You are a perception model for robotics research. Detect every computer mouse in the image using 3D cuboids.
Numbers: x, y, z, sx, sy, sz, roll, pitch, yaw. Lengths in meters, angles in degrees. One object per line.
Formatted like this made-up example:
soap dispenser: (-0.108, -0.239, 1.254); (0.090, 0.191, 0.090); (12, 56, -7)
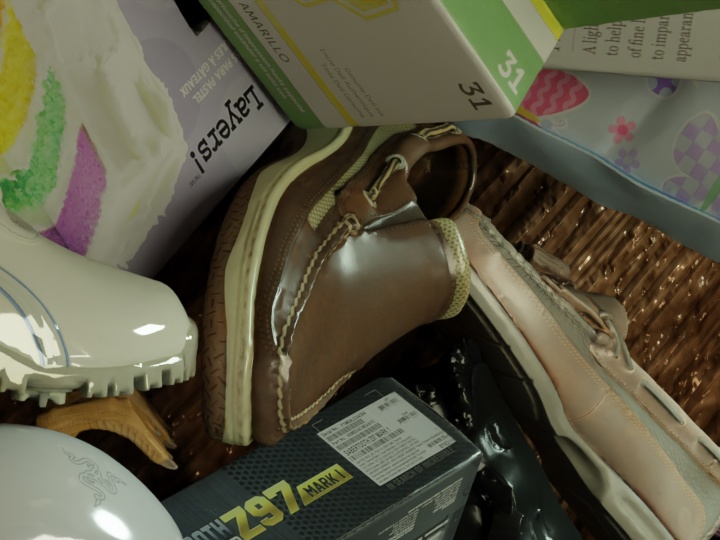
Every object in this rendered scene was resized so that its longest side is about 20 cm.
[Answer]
computer mouse: (-0.144, 0.071, 0.790); (0.200, 0.110, 0.044); (-4, 130, -23)

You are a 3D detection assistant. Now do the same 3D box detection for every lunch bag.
lunch bag: (0.133, -0.092, 1.056); (0.200, 0.169, 0.127); (-54, 164, -36)

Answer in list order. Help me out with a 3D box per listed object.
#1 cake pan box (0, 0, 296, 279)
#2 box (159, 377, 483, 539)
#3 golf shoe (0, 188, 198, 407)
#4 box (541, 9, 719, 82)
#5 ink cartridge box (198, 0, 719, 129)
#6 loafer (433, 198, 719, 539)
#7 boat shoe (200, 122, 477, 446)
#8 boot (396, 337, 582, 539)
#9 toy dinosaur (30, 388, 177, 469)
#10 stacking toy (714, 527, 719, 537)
cake pan box: (-0.098, -0.097, 0.917); (0.200, 0.052, 0.184); (-50, 125, -33)
box: (-0.057, 0.138, 0.903); (0.200, 0.051, 0.158); (-27, 145, -42)
golf shoe: (-0.131, -0.019, 0.818); (0.200, 0.078, 0.097); (14, 95, -27)
box: (0.106, -0.199, 0.934); (0.199, 0.130, 0.200); (91, 5, -55)
ink cartridge box: (0.022, -0.112, 0.861); (0.146, 0.200, 0.048); (52, 56, -32)
loafer: (0.084, 0.038, 1.078); (0.063, 0.072, 0.200); (-43, 122, -12)
boat shoe: (0.000, -0.006, 0.936); (0.202, 0.075, 0.075); (-68, 161, -59)
boot: (0.060, 0.107, 1.050); (0.163, 0.073, 0.198); (59, 9, 3)
toy dinosaur: (-0.115, 0.068, 0.870); (0.106, 0.060, 0.200); (-35, 128, 2)
stacking toy: (0.202, 0.115, 1.166); (0.200, 0.116, 0.110); (21, 78, -9)
